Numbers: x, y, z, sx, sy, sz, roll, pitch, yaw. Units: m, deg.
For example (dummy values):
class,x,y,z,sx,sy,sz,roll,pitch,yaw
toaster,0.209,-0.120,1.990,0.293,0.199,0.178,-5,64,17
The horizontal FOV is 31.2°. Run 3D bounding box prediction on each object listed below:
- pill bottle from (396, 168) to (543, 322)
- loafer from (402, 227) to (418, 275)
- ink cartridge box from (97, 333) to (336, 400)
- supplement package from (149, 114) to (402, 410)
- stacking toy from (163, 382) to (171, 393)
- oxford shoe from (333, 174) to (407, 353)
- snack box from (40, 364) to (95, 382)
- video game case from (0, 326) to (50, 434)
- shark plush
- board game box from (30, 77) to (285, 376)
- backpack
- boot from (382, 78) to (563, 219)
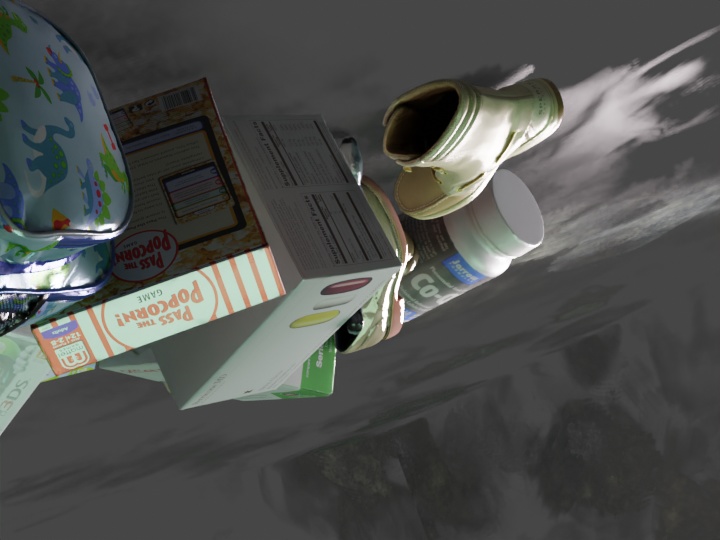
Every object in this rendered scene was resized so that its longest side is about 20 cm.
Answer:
class,x,y,z,sx,sy,sz,roll,pitch,yaw
pill bottle,0.098,-0.029,1.443,0.200,0.114,0.114,-29,165,34
loafer,-0.040,-0.019,1.381,0.200,0.076,0.068,-14,133,2
ink cartridge box,-0.145,0.076,1.321,0.146,0.083,0.200,-7,162,43
supplement package,-0.091,-0.006,1.064,0.111,0.156,0.200,-7,152,-44
stacking toy,-0.160,0.072,1.583,0.200,0.085,0.085,-25,169,-11
oxford shoe,0.000,0.000,1.295,0.074,0.200,0.071,-31,-140,-33
snack box,-0.339,0.063,1.246,0.168,0.068,0.200,-13,167,-19
video game case,-0.379,0.099,1.091,0.200,0.023,0.182,22,116,-42
shark plush,-0.007,-0.032,1.135,0.091,0.200,0.083,-32,135,6
board game box,-0.148,-0.037,0.849,0.151,0.200,0.046,-19,133,-4
backpack,-0.210,-0.053,0.693,0.147,0.183,0.200,-22,173,13
boot,0.066,-0.107,1.154,0.155,0.073,0.200,-7,161,-47
